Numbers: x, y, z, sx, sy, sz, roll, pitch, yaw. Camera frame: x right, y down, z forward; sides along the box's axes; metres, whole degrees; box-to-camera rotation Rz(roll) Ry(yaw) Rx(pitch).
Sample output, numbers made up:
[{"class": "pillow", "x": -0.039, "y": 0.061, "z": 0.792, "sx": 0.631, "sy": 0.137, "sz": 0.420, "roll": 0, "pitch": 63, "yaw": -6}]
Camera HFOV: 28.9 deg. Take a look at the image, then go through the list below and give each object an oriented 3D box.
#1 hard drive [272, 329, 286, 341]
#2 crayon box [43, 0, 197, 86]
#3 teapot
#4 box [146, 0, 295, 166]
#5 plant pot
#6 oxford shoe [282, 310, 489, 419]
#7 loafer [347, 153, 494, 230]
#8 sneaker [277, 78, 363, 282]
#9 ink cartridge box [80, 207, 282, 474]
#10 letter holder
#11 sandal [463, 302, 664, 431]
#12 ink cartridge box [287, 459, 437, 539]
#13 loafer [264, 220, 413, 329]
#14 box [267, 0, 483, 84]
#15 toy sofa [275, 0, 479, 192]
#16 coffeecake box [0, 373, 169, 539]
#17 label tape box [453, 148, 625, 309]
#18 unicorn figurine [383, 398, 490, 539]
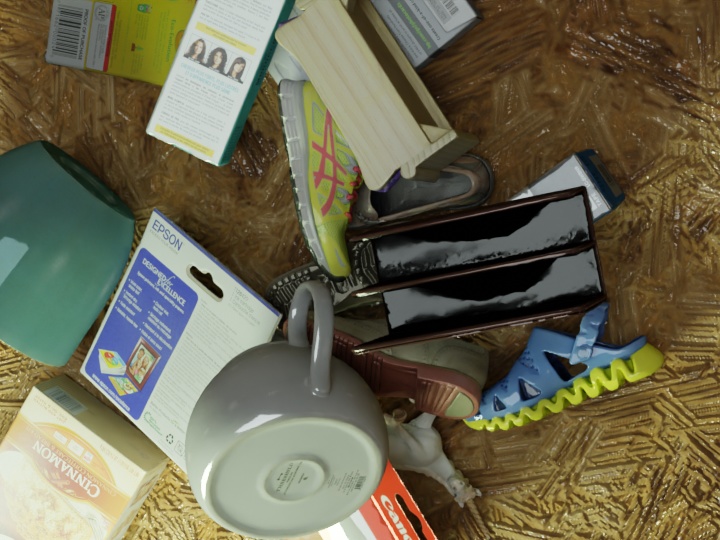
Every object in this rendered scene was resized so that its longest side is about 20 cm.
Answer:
[{"class": "hard drive", "x": -0.148, "y": 0.102, "z": 1.418, "sx": 0.199, "sy": 0.026, "sz": 0.133, "roll": 23, "pitch": 102, "yaw": 31}, {"class": "crayon box", "x": -0.214, "y": -0.255, "z": 1.417, "sx": 0.198, "sy": 0.051, "sz": 0.128, "roll": 14, "pitch": 100, "yaw": 15}, {"class": "teapot", "x": -0.071, "y": 0.132, "z": 1.263, "sx": 0.198, "sy": 0.147, "sz": 0.198, "roll": -27, "pitch": 133, "yaw": 10}, {"class": "box", "x": -0.130, "y": -0.210, "z": 1.349, "sx": 0.082, "sy": 0.049, "sz": 0.202, "roll": 25, "pitch": 100, "yaw": 4}, {"class": "plant pot", "x": -0.322, "y": -0.030, "z": 1.404, "sx": 0.200, "sy": 0.201, "sz": 0.161, "roll": 42, "pitch": 93, "yaw": 8}, {"class": "oxford shoe", "x": 0.025, "y": 0.075, "z": 1.315, "sx": 0.198, "sy": 0.074, "sz": 0.071, "roll": 21, "pitch": 142, "yaw": 5}, {"class": "loafer", "x": 0.029, "y": -0.080, "z": 1.360, "sx": 0.198, "sy": 0.063, "sz": 0.073, "roll": -8, "pitch": 95, "yaw": 16}, {"class": "sneaker", "x": -0.023, "y": -0.090, "z": 1.320, "sx": 0.089, "sy": 0.078, "sz": 0.202, "roll": -9, "pitch": 83, "yaw": -2}, {"class": "ink cartridge box", "x": -0.172, "y": 0.074, "z": 1.394, "sx": 0.197, "sy": 0.047, "sz": 0.201, "roll": 38, "pitch": 108, "yaw": 29}, {"class": "letter holder", "x": 0.091, "y": 0.001, "z": 1.160, "sx": 0.198, "sy": 0.142, "sz": 0.102, "roll": -11, "pitch": 92, "yaw": 18}, {"class": "sandal", "x": 0.183, "y": 0.091, "z": 1.333, "sx": 0.198, "sy": 0.079, "sz": 0.088, "roll": -25, "pitch": 86, "yaw": 9}, {"class": "ink cartridge box", "x": 0.000, "y": 0.269, "z": 1.356, "sx": 0.163, "sy": 0.050, "sz": 0.200, "roll": 59, "pitch": 148, "yaw": 1}, {"class": "loafer", "x": 0.000, "y": 0.000, "z": 1.378, "sx": 0.198, "sy": 0.068, "sz": 0.077, "roll": -17, "pitch": 96, "yaw": 1}, {"class": "box", "x": -0.004, "y": -0.246, "z": 1.363, "sx": 0.199, "sy": 0.041, "sz": 0.157, "roll": -38, "pitch": 85, "yaw": 16}, {"class": "toy sofa", "x": 0.014, "y": -0.172, "z": 1.294, "sx": 0.097, "sy": 0.083, "sz": 0.201, "roll": -35, "pitch": 80, "yaw": 17}, {"class": "coffeecake box", "x": -0.320, "y": 0.240, "z": 1.490, "sx": 0.153, "sy": 0.073, "sz": 0.201, "roll": 34, "pitch": 104, "yaw": 9}, {"class": "label tape box", "x": 0.142, "y": -0.029, "z": 1.291, "sx": 0.199, "sy": 0.144, "sz": 0.064, "roll": -36, "pitch": 86, "yaw": 16}, {"class": "unicorn figurine", "x": 0.036, "y": 0.173, "z": 1.369, "sx": 0.198, "sy": 0.074, "sz": 0.138, "roll": 10, "pitch": 143, "yaw": 27}]
